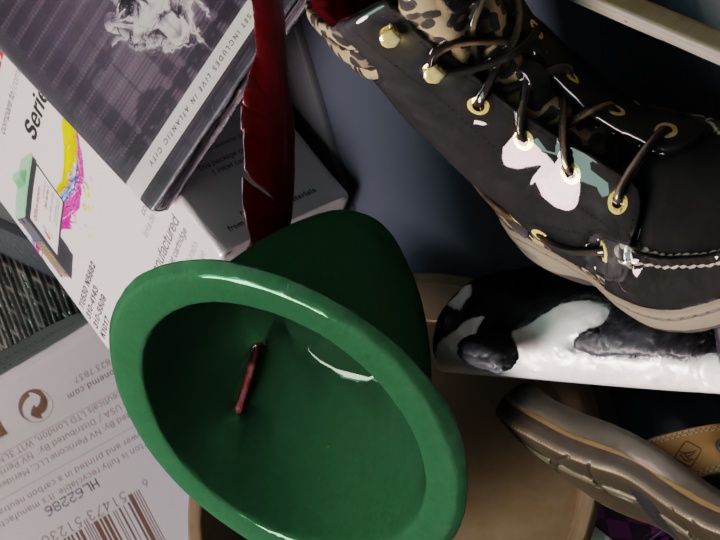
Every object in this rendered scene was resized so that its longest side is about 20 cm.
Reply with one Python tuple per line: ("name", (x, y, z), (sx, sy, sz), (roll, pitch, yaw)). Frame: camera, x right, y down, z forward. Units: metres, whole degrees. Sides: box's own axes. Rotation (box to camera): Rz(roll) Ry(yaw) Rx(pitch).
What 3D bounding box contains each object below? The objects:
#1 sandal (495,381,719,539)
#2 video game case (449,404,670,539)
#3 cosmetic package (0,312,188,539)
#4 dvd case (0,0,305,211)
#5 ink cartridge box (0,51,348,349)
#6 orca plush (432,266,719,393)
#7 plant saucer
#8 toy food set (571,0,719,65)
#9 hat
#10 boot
("sandal", (0.144, 0.086, 0.907), (0.200, 0.055, 0.082), (28, 166, 36))
("video game case", (0.054, 0.129, 1.106), (0.200, 0.036, 0.182), (38, 142, 29))
("cosmetic package", (-0.185, 0.131, 1.360), (0.167, 0.167, 0.200), (62, 165, -5))
("dvd case", (-0.116, -0.148, 1.064), (0.200, 0.016, 0.149), (46, 113, 23))
("ink cartridge box", (-0.111, -0.053, 1.153), (0.200, 0.084, 0.145), (51, 145, 20))
("orca plush", (0.097, 0.009, 0.897), (0.200, 0.105, 0.071), (178, 98, -70))
("plant saucer", (0.017, 0.097, 1.015), (0.200, 0.200, 0.029), (39, 176, 35))
("toy food set", (0.095, -0.163, 0.734), (0.143, 0.060, 0.201), (30, 141, 44))
("hat", (0.000, 0.000, 0.987), (0.165, 0.176, 0.201), (11, 136, 23))
("boot", (0.069, -0.058, 0.813), (0.151, 0.073, 0.200), (44, 172, -24))
